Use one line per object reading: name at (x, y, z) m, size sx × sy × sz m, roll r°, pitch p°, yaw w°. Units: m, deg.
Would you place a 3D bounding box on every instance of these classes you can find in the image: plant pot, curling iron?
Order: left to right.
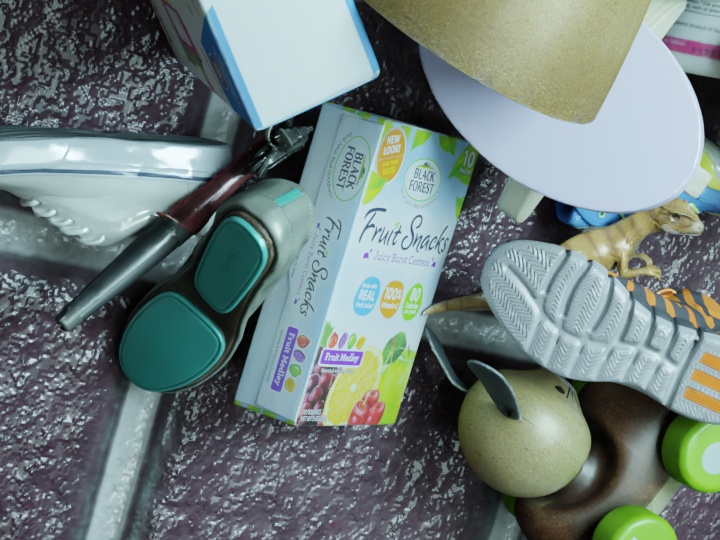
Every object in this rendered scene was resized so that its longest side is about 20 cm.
curling iron at (-0.109, -0.033, 1.275) m, size 0.200 × 0.050 × 0.026 m, roll -40°, pitch 86°, yaw -12°
plant pot at (0.108, -0.218, 1.185) m, size 0.186 × 0.186 × 0.200 m, roll 21°, pitch 112°, yaw -30°

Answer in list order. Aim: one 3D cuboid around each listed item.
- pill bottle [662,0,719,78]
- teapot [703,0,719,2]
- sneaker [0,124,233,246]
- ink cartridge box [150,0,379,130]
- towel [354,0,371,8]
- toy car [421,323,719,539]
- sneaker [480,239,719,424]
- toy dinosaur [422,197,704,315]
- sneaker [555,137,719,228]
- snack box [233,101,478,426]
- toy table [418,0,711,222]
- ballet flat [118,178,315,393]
pill bottle at (0.261, -0.232, 1.431) m, size 0.113 × 0.113 × 0.200 m, roll 5°, pitch 101°, yaw -28°
teapot at (0.224, -0.262, 1.302) m, size 0.200 × 0.146 × 0.198 m, roll -6°, pitch 95°, yaw 11°
sneaker at (-0.170, -0.049, 1.283) m, size 0.200 × 0.073 × 0.071 m, roll 2°, pitch 99°, yaw -28°
ink cartridge box at (-0.078, -0.181, 1.221) m, size 0.085 × 0.200 × 0.145 m, roll -26°, pitch 114°, yaw -8°
towel at (0.080, -0.252, 1.387) m, size 0.200 × 0.023 × 0.144 m, roll -8°, pitch 106°, yaw -26°
toy car at (0.129, 0.099, 1.427) m, size 0.200 × 0.164 × 0.158 m, roll 39°, pitch 84°, yaw -25°
sneaker at (0.173, 0.035, 1.400) m, size 0.200 × 0.112 × 0.078 m, roll 30°, pitch 104°, yaw 1°
toy dinosaur at (0.139, 0.004, 1.451) m, size 0.200 × 0.060 × 0.106 m, roll -26°, pitch 133°, yaw -1°
sneaker at (0.193, -0.064, 1.474) m, size 0.200 × 0.076 × 0.105 m, roll 32°, pitch 100°, yaw -23°
snack box at (0.000, 0.000, 1.359) m, size 0.142 × 0.053 × 0.200 m, roll 7°, pitch 101°, yaw -63°
toy table at (0.138, -0.114, 1.348) m, size 0.184 × 0.117 × 0.200 m, roll -42°, pitch 77°, yaw 11°
ballet flat at (-0.085, 0.012, 1.304) m, size 0.067 × 0.200 × 0.064 m, roll 47°, pitch 47°, yaw 4°
